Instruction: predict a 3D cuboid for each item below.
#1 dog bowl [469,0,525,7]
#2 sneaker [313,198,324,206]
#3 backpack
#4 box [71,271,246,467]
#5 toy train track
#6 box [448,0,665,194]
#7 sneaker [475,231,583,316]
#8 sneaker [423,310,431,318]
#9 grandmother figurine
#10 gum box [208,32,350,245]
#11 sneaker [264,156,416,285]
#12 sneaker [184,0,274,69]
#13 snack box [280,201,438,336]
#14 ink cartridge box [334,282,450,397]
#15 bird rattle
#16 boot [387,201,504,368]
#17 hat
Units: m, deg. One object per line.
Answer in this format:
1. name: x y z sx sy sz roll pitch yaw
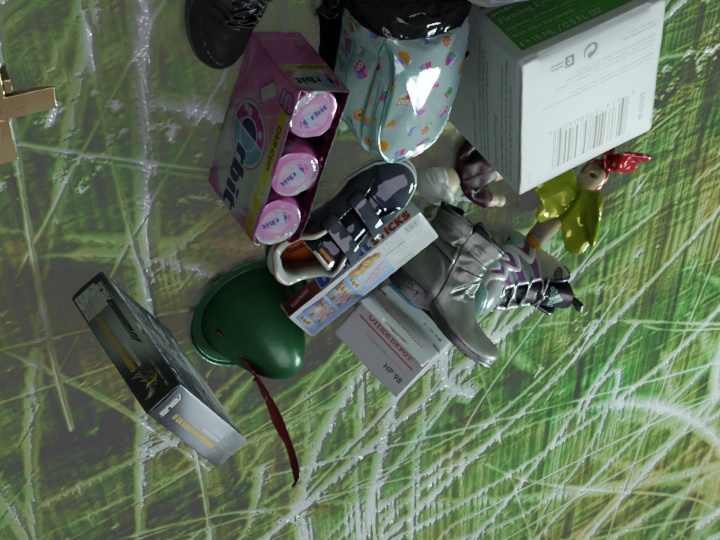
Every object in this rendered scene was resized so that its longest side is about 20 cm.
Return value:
1. dog bowl: 0.160 -0.368 1.297 0.198 0.058 0.204 -16 112 -44
2. sneaker: -0.028 -0.024 1.550 0.199 0.075 0.085 21 110 -49
3. backpack: 0.035 -0.219 1.363 0.165 0.127 0.202 -16 141 -31
4. box: -0.225 0.110 1.423 0.048 0.200 0.159 -40 144 -2
5. toy train track: -0.343 -0.190 1.162 0.113 0.033 0.202 -15 131 -17
6. box: 0.213 -0.241 1.448 0.197 0.172 0.202 -26 140 -16
7. sneaker: 0.231 0.026 1.700 0.200 0.139 0.078 -45 160 -52
8. sneaker: 0.117 0.007 1.694 0.070 0.083 0.201 -21 139 -21
9. grandmother figurine: 0.161 -0.133 1.615 0.198 0.060 0.123 -22 113 -16
10. gum box: -0.091 -0.135 1.353 0.065 0.114 0.202 -6 132 -34
11. sneaker: -0.018 -0.048 1.423 0.199 0.080 0.079 -34 120 14
12. sneaker: -0.113 -0.273 1.221 0.072 0.082 0.202 -9 135 -35
13. snack box: 0.000 0.000 1.526 0.199 0.024 0.072 -38 150 4
14. ink cartridge box: 0.039 0.087 1.617 0.067 0.116 0.200 -46 173 14
15. bird rattle: 0.288 -0.108 1.713 0.201 0.112 0.163 -53 -178 -39
16. boot: 0.136 0.019 1.589 0.131 0.068 0.200 -44 108 5
17. hat: -0.094 0.112 1.549 0.165 0.177 0.201 -37 143 -2
